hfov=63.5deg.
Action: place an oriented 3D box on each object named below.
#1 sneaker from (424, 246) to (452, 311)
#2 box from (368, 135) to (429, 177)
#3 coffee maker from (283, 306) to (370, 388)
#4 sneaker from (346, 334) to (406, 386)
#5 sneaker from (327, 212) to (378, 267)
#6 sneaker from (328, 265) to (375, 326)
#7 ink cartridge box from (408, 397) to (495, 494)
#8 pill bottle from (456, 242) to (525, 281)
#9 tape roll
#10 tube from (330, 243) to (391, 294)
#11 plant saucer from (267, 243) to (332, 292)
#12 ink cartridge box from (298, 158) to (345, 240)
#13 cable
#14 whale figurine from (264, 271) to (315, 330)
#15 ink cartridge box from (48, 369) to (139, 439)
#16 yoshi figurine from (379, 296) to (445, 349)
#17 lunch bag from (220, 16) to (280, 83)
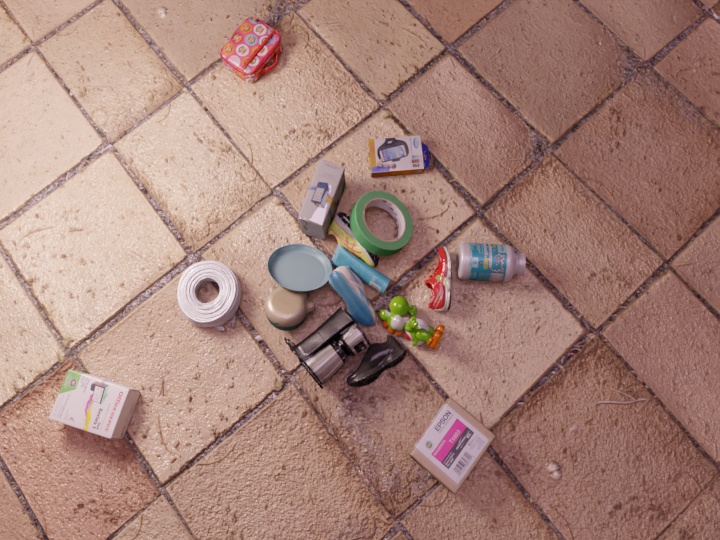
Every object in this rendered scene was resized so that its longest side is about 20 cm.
[{"bbox_3d":[0.236,0.022,1.766,0.083,0.077,0.204,2,74,7],"label":"sneaker"},{"bbox_3d":[0.127,-0.373,1.894,0.195,0.042,0.122,-6,74,2],"label":"box"},{"bbox_3d":[-0.097,0.205,1.691,0.199,0.135,0.193,-39,76,-10],"label":"coffee maker"},{"bbox_3d":[0.038,0.267,1.711,0.198,0.076,0.091,-31,66,-14],"label":"sneaker"},{"bbox_3d":[-0.023,-0.082,1.808,0.090,0.078,0.201,-42,88,27],"label":"sneaker"},{"bbox_3d":[-0.011,0.074,1.752,0.076,0.081,0.202,-30,94,34],"label":"sneaker"},{"bbox_3d":[0.256,0.491,1.634,0.164,0.075,0.201,37,79,9],"label":"ink cartridge box"},{"bbox_3d":[0.393,-0.024,1.754,0.195,0.111,0.113,3,74,2],"label":"pill bottle"},{"bbox_3d":[0.065,-0.145,1.786,0.197,0.048,0.204,11,63,-22],"label":"tape roll"},{"bbox_3d":[0.000,0.000,1.784,0.198,0.050,0.078,32,121,8],"label":"tube"},{"bbox_3d":[-0.185,-0.003,1.764,0.196,0.028,0.202,7,43,-7],"label":"plant saucer"},{"bbox_3d":[-0.117,-0.215,1.801,0.086,0.146,0.203,20,75,6],"label":"ink cartridge box"},{"bbox_3d":[-0.462,0.070,1.769,0.196,0.069,0.204,10,75,4],"label":"cable"},{"bbox_3d":[-0.207,0.093,1.756,0.156,0.105,0.202,20,52,8],"label":"whale figurine"},{"bbox_3d":[-0.765,0.388,1.681,0.196,0.084,0.148,16,75,5],"label":"ink cartridge box"},{"bbox_3d":[0.155,0.143,1.723,0.197,0.113,0.113,24,60,10],"label":"yoshi figurine"},{"bbox_3d":[-0.363,-0.747,1.993,0.175,0.082,0.201,35,80,6],"label":"lunch bag"}]
